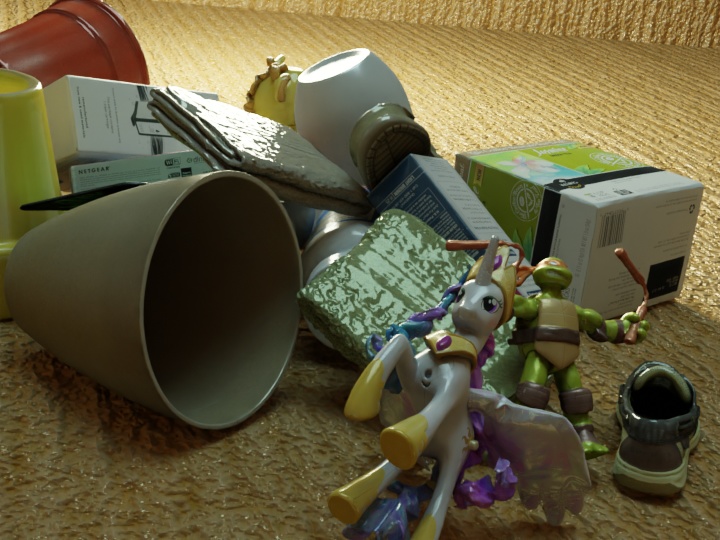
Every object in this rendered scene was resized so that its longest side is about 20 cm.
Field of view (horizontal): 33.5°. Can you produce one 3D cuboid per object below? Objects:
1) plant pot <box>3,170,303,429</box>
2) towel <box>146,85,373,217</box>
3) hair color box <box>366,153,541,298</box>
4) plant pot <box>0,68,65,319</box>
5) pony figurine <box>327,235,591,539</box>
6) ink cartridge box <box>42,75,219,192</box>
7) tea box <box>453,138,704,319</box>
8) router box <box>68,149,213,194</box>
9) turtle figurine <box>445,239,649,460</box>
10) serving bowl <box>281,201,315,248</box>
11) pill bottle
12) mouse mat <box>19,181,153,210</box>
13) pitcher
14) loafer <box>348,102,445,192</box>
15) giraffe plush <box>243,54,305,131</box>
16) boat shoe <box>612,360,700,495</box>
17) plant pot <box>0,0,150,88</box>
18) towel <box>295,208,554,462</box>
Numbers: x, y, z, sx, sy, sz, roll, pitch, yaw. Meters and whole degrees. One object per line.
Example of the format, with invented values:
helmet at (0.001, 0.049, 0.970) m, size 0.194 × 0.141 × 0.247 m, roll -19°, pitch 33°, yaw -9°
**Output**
plant pot at (-0.178, 0.016, 0.929) m, size 0.198 × 0.190 × 0.187 m, roll 4°, pitch 15°, yaw 33°
towel at (-0.084, -0.098, 1.020) m, size 0.132 × 0.035 × 0.199 m, roll 42°, pitch 17°, yaw 32°
hair color box at (0.100, -0.007, 1.052) m, size 0.201 × 0.060 × 0.100 m, roll 53°, pitch 20°, yaw 14°
plant pot at (-0.354, -0.078, 1.074) m, size 0.198 × 0.191 × 0.201 m, roll 6°, pitch 20°, yaw -2°
pony figurine at (0.057, 0.100, 0.773) m, size 0.165 × 0.195 × 0.200 m, roll 13°, pitch 39°, yaw 26°
ink cartridge box at (-0.264, -0.140, 1.283) m, size 0.145 × 0.086 × 0.199 m, roll -17°, pitch -10°, yaw 41°
tea box at (0.224, -0.047, 1.280) m, size 0.198 × 0.135 × 0.196 m, roll -12°, pitch 26°, yaw -43°
router box at (-0.179, -0.084, 1.210) m, size 0.197 × 0.050 × 0.179 m, roll -8°, pitch -1°, yaw -4°
turtle figurine at (0.136, 0.056, 0.897) m, size 0.198 × 0.164 × 0.064 m, roll 13°, pitch -18°, yaw -32°
serving bowl at (-0.137, -0.026, 1.151) m, size 0.197 × 0.067 × 0.200 m, roll -8°, pitch 3°, yaw 0°
pill bottle at (0.000, 0.000, 1.101) m, size 0.111 × 0.114 × 0.200 m, roll 8°, pitch 20°, yaw 3°
mouse mat at (-0.172, -0.061, 1.038) m, size 0.160 × 0.008 × 0.199 m, roll -7°, pitch -4°, yaw 40°
pitcher at (-0.009, -0.108, 1.233) m, size 0.120 × 0.202 × 0.171 m, roll 4°, pitch 34°, yaw 46°
loafer at (0.025, -0.112, 1.097) m, size 0.068 × 0.076 × 0.200 m, roll 48°, pitch 4°, yaw 16°
giraffe plush at (-0.087, -0.180, 1.493) m, size 0.198 × 0.164 × 0.172 m, roll -7°, pitch 24°, yaw -37°
boat shoe at (0.240, 0.109, 0.950) m, size 0.071 × 0.067 × 0.201 m, roll 12°, pitch 20°, yaw 14°
plant pot at (-0.402, -0.226, 1.494) m, size 0.199 × 0.203 × 0.195 m, roll 17°, pitch 30°, yaw 26°
towel at (0.059, 0.047, 0.950) m, size 0.199 × 0.037 × 0.148 m, roll 39°, pitch 55°, yaw 13°
